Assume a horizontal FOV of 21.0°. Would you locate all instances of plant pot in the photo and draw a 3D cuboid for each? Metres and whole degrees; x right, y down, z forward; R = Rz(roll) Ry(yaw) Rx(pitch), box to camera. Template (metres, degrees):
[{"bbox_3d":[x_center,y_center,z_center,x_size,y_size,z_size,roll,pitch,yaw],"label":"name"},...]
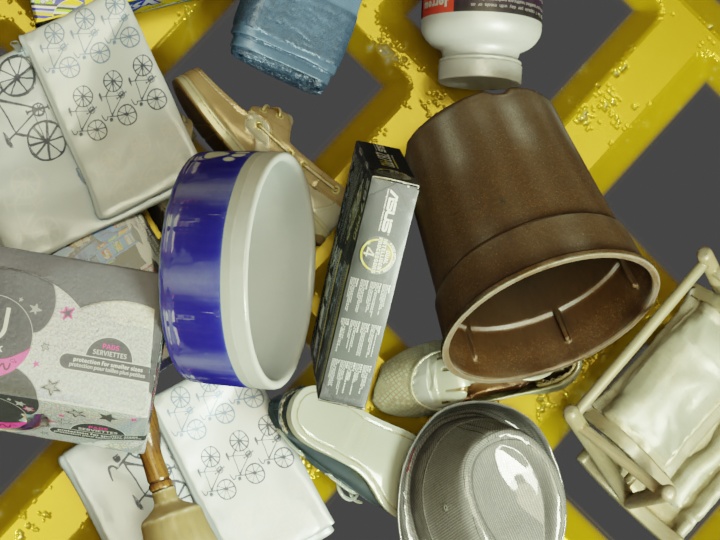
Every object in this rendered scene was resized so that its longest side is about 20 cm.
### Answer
[{"bbox_3d":[0.133,-0.038,1.699,0.198,0.201,0.200,-17,62,-7],"label":"plant pot"}]

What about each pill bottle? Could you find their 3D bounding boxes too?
[{"bbox_3d":[0.112,-0.271,1.766,0.111,0.112,0.202,3,86,-6],"label":"pill bottle"}]

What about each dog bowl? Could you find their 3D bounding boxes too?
[{"bbox_3d":[-0.102,-0.001,1.652,0.078,0.200,0.203,3,86,15],"label":"dog bowl"}]

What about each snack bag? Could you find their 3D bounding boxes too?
[{"bbox_3d":[-0.258,-0.123,1.691,0.198,0.021,0.190,-25,83,1],"label":"snack bag"},{"bbox_3d":[-0.150,0.198,1.744,0.199,0.021,0.190,-27,91,-8],"label":"snack bag"}]

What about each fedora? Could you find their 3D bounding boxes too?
[{"bbox_3d":[0.124,0.215,1.724,0.175,0.090,0.202,-14,94,-25],"label":"fedora"}]

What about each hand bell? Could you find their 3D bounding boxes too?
[{"bbox_3d":[-0.175,0.179,1.685,0.103,0.104,0.202,-17,83,-7],"label":"hand bell"}]

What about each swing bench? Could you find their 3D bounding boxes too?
[{"bbox_3d":[0.296,0.120,1.735,0.130,0.200,0.199,40,81,21],"label":"swing bench"}]

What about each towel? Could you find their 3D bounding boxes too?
[{"bbox_3d":[-0.045,-0.272,1.767,0.111,0.048,0.202,23,87,-29],"label":"towel"}]

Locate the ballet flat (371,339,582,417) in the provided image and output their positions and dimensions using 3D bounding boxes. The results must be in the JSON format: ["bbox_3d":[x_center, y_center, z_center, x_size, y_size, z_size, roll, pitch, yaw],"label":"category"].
[{"bbox_3d":[0.107,0.091,1.768,0.198,0.062,0.068,-11,88,-7],"label":"ballet flat"}]

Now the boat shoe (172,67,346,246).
[{"bbox_3d":[-0.086,-0.114,1.758,0.069,0.074,0.200,-45,102,-10],"label":"boat shoe"}]

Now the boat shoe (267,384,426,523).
[{"bbox_3d":[0.001,0.170,1.748,0.199,0.062,0.075,32,71,-25],"label":"boat shoe"}]

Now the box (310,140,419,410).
[{"bbox_3d":[0.000,0.000,1.687,0.049,0.161,0.202,12,102,-6],"label":"box"}]

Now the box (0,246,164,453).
[{"bbox_3d":[-0.266,0.065,1.622,0.198,0.115,0.133,10,67,-4],"label":"box"}]

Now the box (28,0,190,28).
[{"bbox_3d":[-0.204,-0.272,1.754,0.198,0.064,0.071,-14,88,-8],"label":"box"}]

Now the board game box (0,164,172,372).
[{"bbox_3d":[-0.264,0.026,1.730,0.199,0.062,0.201,-32,93,-5],"label":"board game box"}]

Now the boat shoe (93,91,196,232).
[{"bbox_3d":[-0.184,-0.111,1.747,0.071,0.076,0.201,-34,96,-15],"label":"boat shoe"}]
